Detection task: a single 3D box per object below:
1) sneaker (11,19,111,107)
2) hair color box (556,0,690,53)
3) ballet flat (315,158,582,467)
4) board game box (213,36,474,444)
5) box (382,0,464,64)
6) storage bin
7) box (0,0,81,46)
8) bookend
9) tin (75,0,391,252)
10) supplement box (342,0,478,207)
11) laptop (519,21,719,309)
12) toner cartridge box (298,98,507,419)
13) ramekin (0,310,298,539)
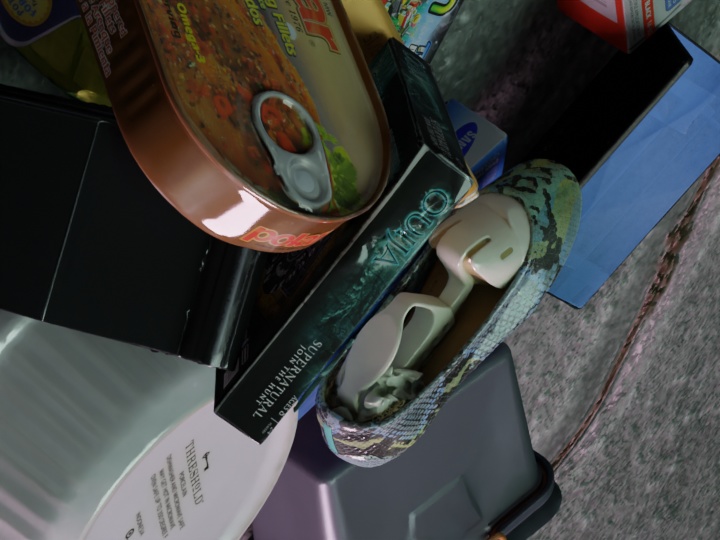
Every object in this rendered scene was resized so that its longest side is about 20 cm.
[{"bbox_3d":[-0.114,-0.095,0.919,0.200,0.083,0.074,44,65,-39],"label":"sneaker"},{"bbox_3d":[0.198,-0.231,1.198,0.200,0.064,0.111,-42,147,-17],"label":"hair color box"},{"bbox_3d":[0.046,0.016,1.104,0.200,0.074,0.074,-55,149,-7],"label":"ballet flat"},{"bbox_3d":[-0.011,-0.020,0.883,0.135,0.028,0.200,-51,-166,13],"label":"board game box"},{"bbox_3d":[0.021,-0.169,1.060,0.110,0.035,0.200,5,118,-54],"label":"box"},{"bbox_3d":[0.023,0.122,1.276,0.200,0.145,0.134,-34,134,-27],"label":"storage bin"},{"bbox_3d":[-0.092,-0.184,0.849,0.200,0.032,0.121,-33,110,-29],"label":"box"},{"bbox_3d":[-0.167,-0.042,0.779,0.200,0.198,0.092,19,86,-56],"label":"bookend"},{"bbox_3d":[-0.055,-0.099,0.783,0.112,0.200,0.042,-1,153,-44],"label":"tin"},{"bbox_3d":[-0.016,-0.101,0.996,0.066,0.069,0.200,-34,127,-5],"label":"supplement box"},{"bbox_3d":[0.160,-0.046,1.257,0.187,0.116,0.200,-50,-169,14],"label":"laptop"},{"bbox_3d":[0.000,0.000,1.131,0.200,0.043,0.095,-42,156,-32],"label":"toner cartridge box"},{"bbox_3d":[-0.115,0.086,0.959,0.202,0.094,0.202,-41,155,-24],"label":"ramekin"}]
